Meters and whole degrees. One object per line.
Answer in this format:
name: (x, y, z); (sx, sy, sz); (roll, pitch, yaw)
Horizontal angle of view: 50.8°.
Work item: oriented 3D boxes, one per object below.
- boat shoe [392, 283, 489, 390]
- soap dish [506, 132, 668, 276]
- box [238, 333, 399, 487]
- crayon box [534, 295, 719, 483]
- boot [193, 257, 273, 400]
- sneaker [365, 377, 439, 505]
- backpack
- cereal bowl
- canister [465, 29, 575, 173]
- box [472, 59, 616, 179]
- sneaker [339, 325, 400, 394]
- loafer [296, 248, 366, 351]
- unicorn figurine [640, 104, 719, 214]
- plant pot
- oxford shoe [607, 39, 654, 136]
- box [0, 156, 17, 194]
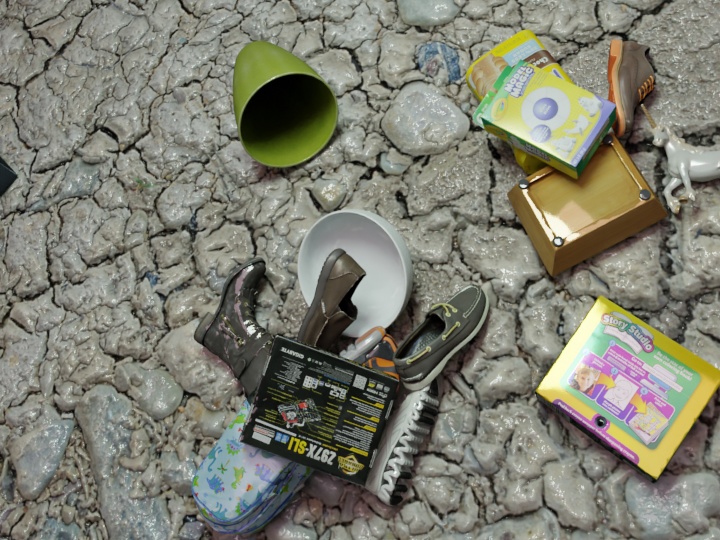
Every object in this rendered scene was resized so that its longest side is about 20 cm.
boat shoe: (0.125, 0.089, 1.155); (0.071, 0.061, 0.202); (14, 55, 49)
soap dish: (0.345, -0.108, 1.170); (0.197, 0.081, 0.160); (-28, 65, 8)
box: (-0.059, 0.201, 1.103); (0.196, 0.049, 0.163); (19, 89, -4)
crayon box: (0.377, 0.164, 1.075); (0.199, 0.058, 0.174); (35, 83, 25)
boot: (-0.174, 0.101, 1.282); (0.173, 0.069, 0.202); (35, 92, 23)
sneaker: (0.057, 0.245, 1.148); (0.080, 0.075, 0.203); (18, 77, 32)
backpack: (-0.167, 0.307, 1.171); (0.162, 0.153, 0.202); (39, 98, 19)
cereal bowl: (0.000, 0.000, 1.226); (0.196, 0.083, 0.205); (5, 102, 25)
canister: (0.279, -0.282, 1.253); (0.147, 0.087, 0.202); (-32, 63, 5)
box: (0.276, -0.240, 1.163); (0.198, 0.048, 0.118); (33, 85, 27)
sneaker: (-0.014, 0.187, 1.169); (0.198, 0.078, 0.113); (-36, 95, 7)
loafer: (-0.043, 0.070, 1.174); (0.070, 0.073, 0.204); (24, 113, 17)
unicorn figurine: (0.508, -0.156, 1.146); (0.195, 0.074, 0.140); (11, 64, 6)
plant pot: (-0.158, -0.324, 1.377); (0.185, 0.188, 0.202); (-33, 49, 4)
oxford shoe: (0.428, -0.293, 1.196); (0.071, 0.072, 0.204); (4, 57, 14)
box: (-0.862, -0.199, 1.583); (0.199, 0.118, 0.198); (38, 86, 27)
